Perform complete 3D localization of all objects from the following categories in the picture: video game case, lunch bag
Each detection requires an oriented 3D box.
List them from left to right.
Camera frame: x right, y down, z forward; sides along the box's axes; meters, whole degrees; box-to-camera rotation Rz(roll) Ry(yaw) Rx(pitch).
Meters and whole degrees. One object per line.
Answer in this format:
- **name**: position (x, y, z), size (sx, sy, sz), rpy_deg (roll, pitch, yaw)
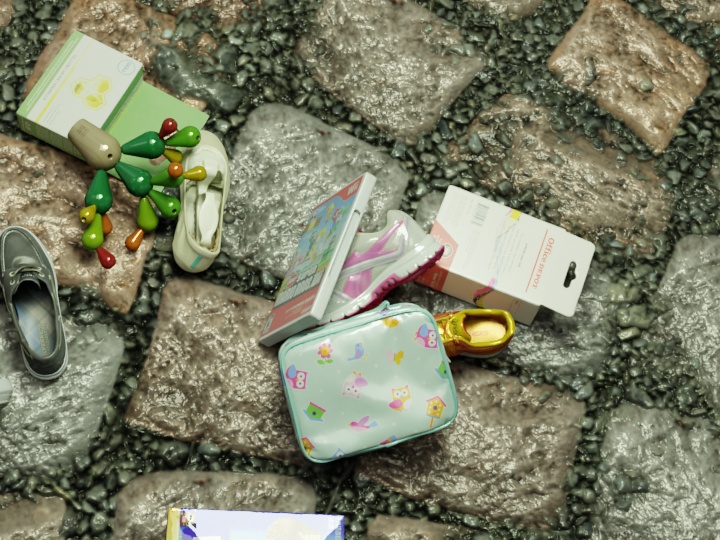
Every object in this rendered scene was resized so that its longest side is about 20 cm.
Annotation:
- **video game case**: position (-0.052, -0.012, 1.709), size (0.017, 0.143, 0.201), rpy_deg (31, 62, -18)
- **lunch bag**: position (0.009, 0.124, 1.653), size (0.199, 0.077, 0.162), rpy_deg (-16, 90, -4)

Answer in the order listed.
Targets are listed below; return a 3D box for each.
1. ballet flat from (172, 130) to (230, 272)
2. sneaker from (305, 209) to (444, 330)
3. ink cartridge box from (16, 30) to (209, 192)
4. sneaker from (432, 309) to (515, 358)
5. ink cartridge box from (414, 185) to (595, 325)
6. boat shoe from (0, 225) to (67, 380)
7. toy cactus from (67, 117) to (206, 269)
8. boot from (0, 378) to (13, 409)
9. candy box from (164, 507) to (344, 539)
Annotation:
- **ballet flat**: position (-0.191, -0.095, 1.766), size (0.069, 0.070, 0.201), rpy_deg (4, 65, -7)
- **sneaker**: position (0.000, 0.000, 1.718), size (0.199, 0.081, 0.089), rpy_deg (-35, 81, 3)
- **ink cartridge box**: position (-0.311, -0.199, 1.808), size (0.199, 0.048, 0.146), rpy_deg (26, 64, 6)
- **sneaker**: position (0.089, 0.076, 1.724), size (0.199, 0.077, 0.073), rpy_deg (-11, 69, -12)
- **ink cartridge box**: position (0.180, -0.011, 1.783), size (0.199, 0.068, 0.117), rpy_deg (22, 64, 4)
- **boat shoe**: position (-0.388, 0.029, 1.677), size (0.069, 0.066, 0.201), rpy_deg (-10, 67, -13)
- **toy cactus**: position (-0.288, -0.118, 1.726), size (0.165, 0.102, 0.200), rpy_deg (40, 89, 4)
- **boot**: position (-0.466, 0.203, 1.590), size (0.199, 0.074, 0.096), rpy_deg (-27, 77, -10)
- **candy box**: position (-0.119, 0.351, 1.562), size (0.198, 0.077, 0.170), rpy_deg (3, 65, -6)
